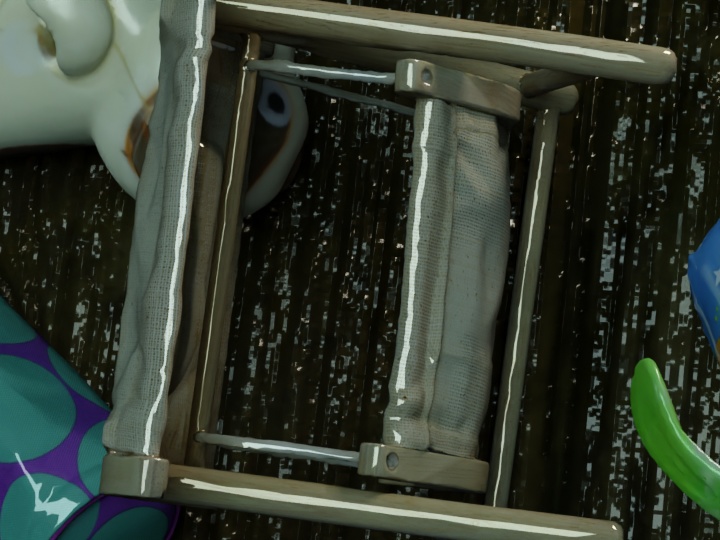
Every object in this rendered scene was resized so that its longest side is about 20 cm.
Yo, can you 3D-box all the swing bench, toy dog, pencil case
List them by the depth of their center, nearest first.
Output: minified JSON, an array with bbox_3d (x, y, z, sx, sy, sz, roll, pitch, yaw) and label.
[{"bbox_3d":[0.000,0.000,1.053,0.199,0.130,0.200,10,84,-16],"label":"swing bench"},{"bbox_3d":[-0.170,0.056,1.154,0.200,0.085,0.093,45,128,21],"label":"pencil case"},{"bbox_3d":[-0.116,-0.090,1.157,0.199,0.139,0.195,22,94,18],"label":"toy dog"}]

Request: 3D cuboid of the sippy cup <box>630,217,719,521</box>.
[{"bbox_3d":[0.198,0.029,1.060,0.140,0.177,0.131,-46,55,28],"label":"sippy cup"}]
